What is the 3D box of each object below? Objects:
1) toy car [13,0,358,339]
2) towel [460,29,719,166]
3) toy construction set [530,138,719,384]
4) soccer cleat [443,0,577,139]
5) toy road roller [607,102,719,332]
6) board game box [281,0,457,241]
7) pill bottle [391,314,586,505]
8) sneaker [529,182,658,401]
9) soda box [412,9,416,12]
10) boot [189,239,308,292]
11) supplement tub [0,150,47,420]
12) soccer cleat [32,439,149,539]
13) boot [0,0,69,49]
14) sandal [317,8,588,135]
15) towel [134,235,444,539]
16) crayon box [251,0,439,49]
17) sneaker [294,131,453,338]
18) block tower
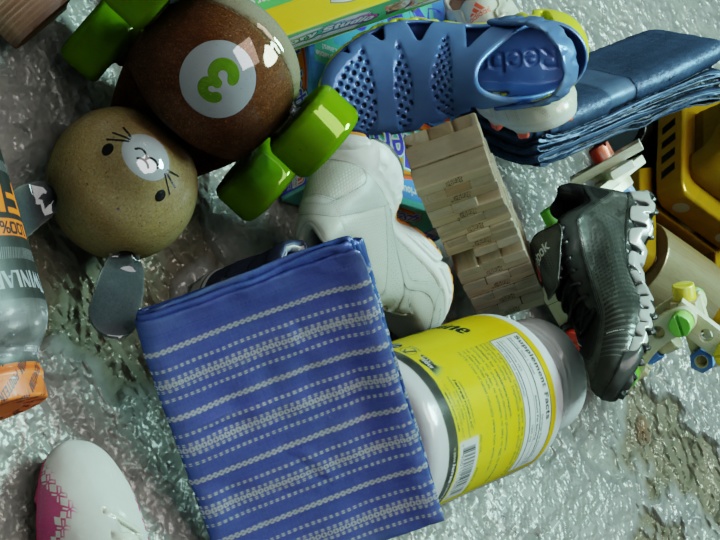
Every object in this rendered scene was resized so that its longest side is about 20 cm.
[{"bbox_3d":[-0.131,-0.065,1.069,0.164,0.158,0.200,41,58,-10],"label":"toy car"},{"bbox_3d":[0.185,-0.135,1.410,0.199,0.111,0.049,-24,116,-23],"label":"towel"},{"bbox_3d":[0.203,0.002,1.383,0.092,0.131,0.201,-12,77,-60],"label":"toy construction set"},{"bbox_3d":[0.103,-0.166,1.345,0.200,0.069,0.078,-121,-167,-55],"label":"soccer cleat"},{"bbox_3d":[0.284,-0.060,1.487,0.123,0.146,0.201,30,52,-33],"label":"toy road roller"},{"bbox_3d":[0.004,-0.133,1.307,0.151,0.045,0.202,14,63,-42],"label":"board game box"},{"bbox_3d":[0.065,0.093,1.213,0.199,0.112,0.113,-15,83,-49],"label":"pill bottle"},{"bbox_3d":[0.161,0.010,1.270,0.090,0.067,0.201,16,45,-6],"label":"sneaker"},{"bbox_3d":[0.030,-0.290,1.354,0.070,0.063,0.201,28,38,-28],"label":"soda box"},{"bbox_3d":[-0.042,0.085,1.121,0.073,0.090,0.201,-17,84,-48],"label":"boot"},{"bbox_3d":[-0.238,-0.014,0.940,0.122,0.122,0.201,-11,80,-48],"label":"supplement tub"},{"bbox_3d":[-0.125,0.186,0.990,0.070,0.086,0.202,1,71,-46],"label":"soccer cleat"},{"bbox_3d":[-0.198,-0.252,1.107,0.200,0.077,0.155,-43,99,-17],"label":"boot"},{"bbox_3d":[0.068,-0.137,1.218,0.198,0.087,0.080,-14,104,-6],"label":"sandal"},{"bbox_3d":[-0.039,0.089,1.066,0.144,0.024,0.201,-20,111,-7],"label":"towel"},{"bbox_3d":[-0.054,-0.241,1.212,0.199,0.058,0.174,-20,87,-11],"label":"crayon box"},{"bbox_3d":[0.000,0.000,1.196,0.092,0.075,0.200,-64,146,-28],"label":"sneaker"},{"bbox_3d":[0.083,-0.033,1.256,0.200,0.057,0.054,62,12,-57],"label":"block tower"}]
